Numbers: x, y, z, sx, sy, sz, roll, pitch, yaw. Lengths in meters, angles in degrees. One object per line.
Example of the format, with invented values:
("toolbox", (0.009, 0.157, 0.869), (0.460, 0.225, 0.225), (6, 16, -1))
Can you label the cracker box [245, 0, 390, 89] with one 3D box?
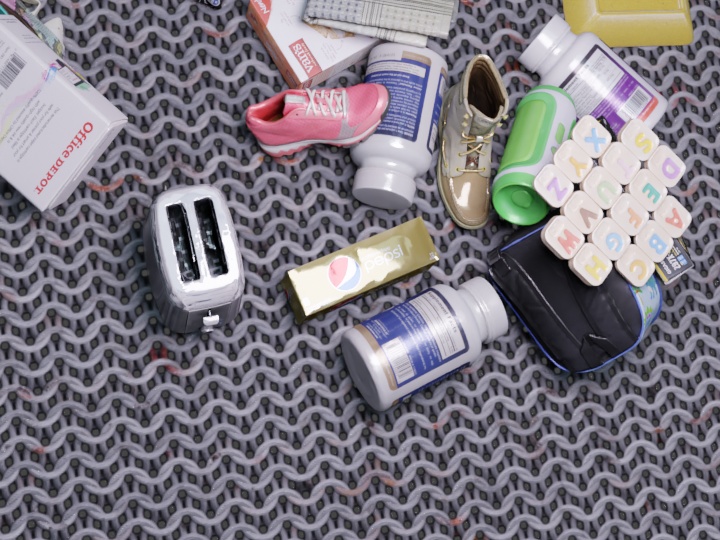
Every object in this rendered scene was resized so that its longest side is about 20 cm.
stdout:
("cracker box", (-0.038, -0.345, 1.783), (0.199, 0.058, 0.135), (-32, 85, -16))

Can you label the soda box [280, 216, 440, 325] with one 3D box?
("soda box", (0.000, 0.000, 1.712), (0.198, 0.068, 0.065), (-23, 83, -16))

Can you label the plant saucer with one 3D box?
("plant saucer", (0.388, -0.427, 1.898), (0.197, 0.048, 0.203), (-4, 79, -14))

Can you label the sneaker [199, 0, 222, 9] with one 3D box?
("sneaker", (-0.214, -0.395, 1.745), (0.197, 0.079, 0.090), (-11, 78, -14))

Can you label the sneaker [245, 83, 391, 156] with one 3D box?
("sneaker", (-0.058, -0.200, 1.685), (0.198, 0.087, 0.075), (-14, 63, 21))

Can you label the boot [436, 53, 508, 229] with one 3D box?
("boot", (0.151, -0.167, 1.735), (0.071, 0.155, 0.203), (-2, 78, -12))

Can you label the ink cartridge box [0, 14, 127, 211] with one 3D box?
("ink cartridge box", (-0.411, -0.195, 1.629), (0.200, 0.084, 0.145), (41, 103, -1))

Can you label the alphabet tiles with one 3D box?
("alphabet tiles", (0.311, -0.084, 1.609), (0.195, 0.015, 0.201), (43, 77, -12))

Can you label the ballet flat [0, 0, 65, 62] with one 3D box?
("ballet flat", (-0.431, -0.320, 1.694), (0.200, 0.069, 0.071), (48, 54, 1))

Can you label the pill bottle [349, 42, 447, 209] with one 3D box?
("pill bottle", (0.047, -0.189, 1.741), (0.109, 0.111, 0.203), (14, 75, -9))

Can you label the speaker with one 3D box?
("speaker", (0.229, -0.153, 1.724), (0.088, 0.089, 0.201), (27, 49, -6))

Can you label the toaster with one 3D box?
("toaster", (-0.208, -0.025, 1.641), (0.112, 0.129, 0.203), (-10, 80, -15))

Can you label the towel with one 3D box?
("towel", (0.038, -0.388, 1.746), (0.197, 0.035, 0.195), (9, 60, 5))

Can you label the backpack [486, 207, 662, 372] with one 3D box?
("backpack", (0.292, 0.014, 1.711), (0.201, 0.182, 0.147), (57, 38, -3))

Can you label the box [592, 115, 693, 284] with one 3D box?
("box", (0.355, -0.096, 1.713), (0.049, 0.160, 0.201), (-33, 101, 18))

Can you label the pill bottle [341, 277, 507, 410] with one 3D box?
("pill bottle", (0.084, 0.087, 1.682), (0.198, 0.111, 0.112), (-26, 84, -16))

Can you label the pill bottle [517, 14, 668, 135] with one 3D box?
("pill bottle", (0.316, -0.256, 1.813), (0.200, 0.111, 0.112), (42, 73, -1))
